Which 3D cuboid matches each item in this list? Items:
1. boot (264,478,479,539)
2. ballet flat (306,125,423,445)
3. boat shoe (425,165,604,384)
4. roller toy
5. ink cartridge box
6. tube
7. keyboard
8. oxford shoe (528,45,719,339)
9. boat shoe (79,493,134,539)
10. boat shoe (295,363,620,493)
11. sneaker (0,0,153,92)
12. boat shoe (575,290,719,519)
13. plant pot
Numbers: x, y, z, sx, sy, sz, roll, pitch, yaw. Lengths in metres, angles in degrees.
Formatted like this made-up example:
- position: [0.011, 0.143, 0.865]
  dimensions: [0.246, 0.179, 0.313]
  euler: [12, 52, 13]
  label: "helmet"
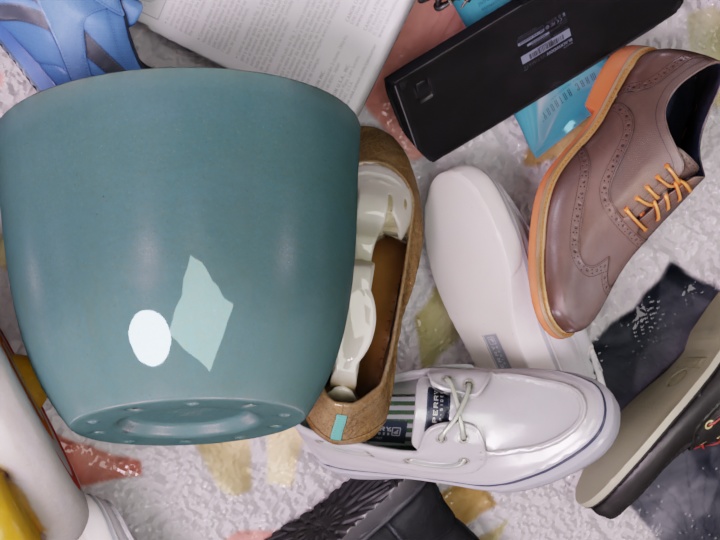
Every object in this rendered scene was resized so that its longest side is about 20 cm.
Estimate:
- position: [0.025, 0.236, 1.103]
  dimensions: [0.165, 0.066, 0.200]
  euler: [-37, 114, -4]
  label: "boot"
- position: [0.000, 0.000, 0.993]
  dimensions: [0.068, 0.072, 0.200]
  euler: [9, 72, 1]
  label: "ballet flat"
- position: [0.105, 0.020, 1.071]
  dimensions: [0.068, 0.072, 0.200]
  euler: [-33, 103, -36]
  label: "boat shoe"
- position: [-0.232, 0.087, 0.922]
  dimensions: [0.140, 0.200, 0.183]
  euler: [-28, 89, -9]
  label: "roller toy"
- position: [-0.058, -0.198, 0.975]
  dimensions: [0.200, 0.057, 0.163]
  euler: [27, 112, 0]
  label: "ink cartridge box"
- position: [0.087, -0.167, 1.041]
  dimensions: [0.077, 0.050, 0.200]
  euler: [-36, 115, 2]
  label: "tube"
- position: [0.101, -0.155, 1.010]
  dimensions: [0.200, 0.021, 0.127]
  euler: [-32, 137, -9]
  label: "keyboard"
- position: [0.159, -0.050, 1.025]
  dimensions: [0.071, 0.073, 0.200]
  euler: [37, 68, -41]
  label: "oxford shoe"
- position: [-0.123, 0.217, 1.051]
  dimensions: [0.068, 0.072, 0.200]
  euler: [-29, 105, -26]
  label: "boat shoe"
- position: [0.051, 0.093, 1.015]
  dimensions: [0.067, 0.200, 0.074]
  euler: [41, 44, -54]
  label: "boat shoe"
- position: [-0.175, -0.153, 0.949]
  dimensions: [0.078, 0.066, 0.200]
  euler: [-39, 115, 2]
  label: "sneaker"
- position: [0.221, 0.088, 1.118]
  dimensions: [0.063, 0.074, 0.201]
  euler: [43, 83, -12]
  label: "boat shoe"
- position: [-0.095, 0.004, 0.910]
  dimensions: [0.200, 0.201, 0.161]
  euler: [2, 73, -17]
  label: "plant pot"
